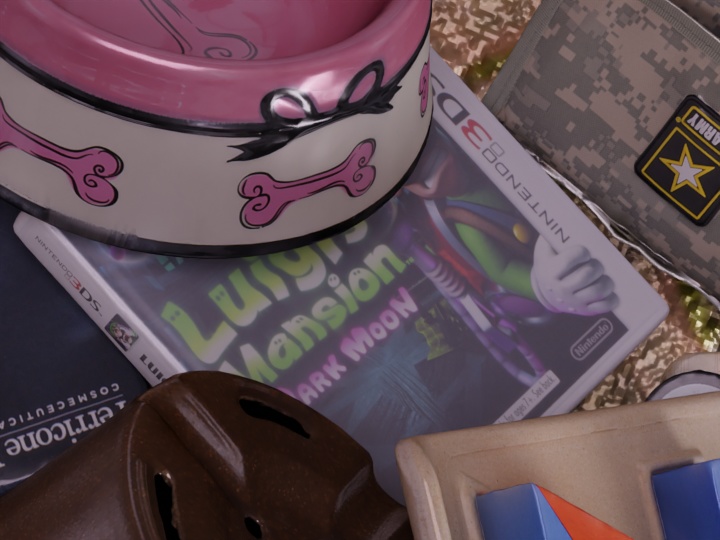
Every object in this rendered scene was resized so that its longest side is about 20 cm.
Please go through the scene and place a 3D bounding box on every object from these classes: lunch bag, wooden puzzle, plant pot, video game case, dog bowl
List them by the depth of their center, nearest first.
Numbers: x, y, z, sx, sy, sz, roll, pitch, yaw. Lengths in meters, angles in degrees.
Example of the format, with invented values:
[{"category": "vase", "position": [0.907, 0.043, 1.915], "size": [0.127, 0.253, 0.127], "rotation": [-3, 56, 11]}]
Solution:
[{"category": "plant pot", "position": [-0.079, 0.146, 0.851], "size": [0.198, 0.200, 0.200], "rotation": [-41, 83, 26]}, {"category": "wooden puzzle", "position": [0.101, 0.133, 0.855], "size": [0.046, 0.200, 0.185], "rotation": [-20, 80, 38]}, {"category": "dog bowl", "position": [-0.063, -0.100, 0.941], "size": [0.200, 0.074, 0.200], "rotation": [8, 45, -8]}, {"category": "video game case", "position": [0.000, 0.000, 0.969], "size": [0.182, 0.023, 0.200], "rotation": [48, 49, 3]}, {"category": "lunch bag", "position": [0.163, -0.085, 1.022], "size": [0.164, 0.118, 0.200], "rotation": [38, 94, 6]}]

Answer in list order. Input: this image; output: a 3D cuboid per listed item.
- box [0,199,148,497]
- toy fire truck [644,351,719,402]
[{"category": "box", "position": [-0.172, 0.018, 0.976], "size": [0.148, 0.107, 0.200], "rotation": [-19, 68, -11]}, {"category": "toy fire truck", "position": [0.208, 0.120, 1.002], "size": [0.200, 0.129, 0.176], "rotation": [-2, 82, 9]}]
